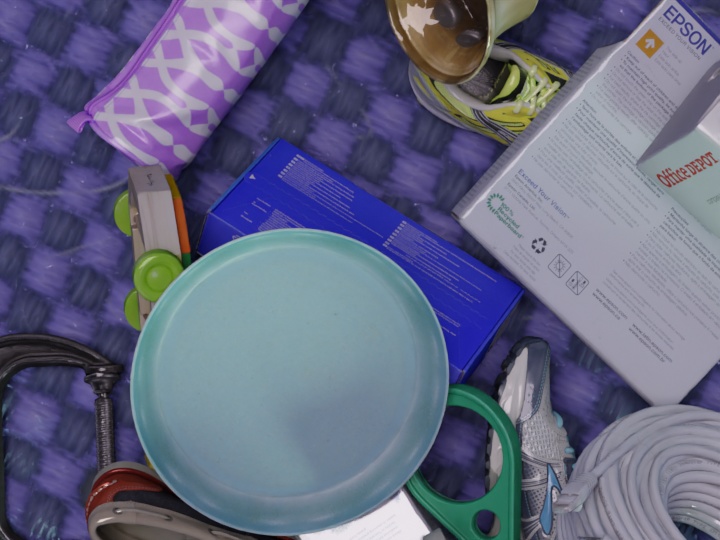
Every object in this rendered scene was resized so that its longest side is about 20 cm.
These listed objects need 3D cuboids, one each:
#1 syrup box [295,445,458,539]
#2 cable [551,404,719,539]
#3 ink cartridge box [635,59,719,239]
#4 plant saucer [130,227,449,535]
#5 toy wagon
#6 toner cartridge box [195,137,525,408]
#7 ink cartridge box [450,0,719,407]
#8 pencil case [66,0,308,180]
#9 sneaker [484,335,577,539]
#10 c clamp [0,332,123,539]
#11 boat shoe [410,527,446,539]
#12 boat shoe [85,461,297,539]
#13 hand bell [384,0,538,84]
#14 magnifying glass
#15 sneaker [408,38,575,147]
[{"bbox_3d":[-0.015,0.134,1.481,0.079,0.081,0.201,-35,82,7],"label":"syrup box"},{"bbox_3d":[0.219,0.171,1.388,0.199,0.200,0.069,33,127,9],"label":"cable"},{"bbox_3d":[0.278,-0.039,1.339,0.200,0.146,0.086,40,81,-1],"label":"ink cartridge box"},{"bbox_3d":[-0.045,0.067,1.395,0.198,0.027,0.202,-3,107,-8],"label":"plant saucer"},{"bbox_3d":[-0.131,0.036,1.469,0.039,0.155,0.202,-7,109,-9],"label":"toy wagon"},{"bbox_3d":[0.000,0.000,1.481,0.199,0.095,0.043,32,136,10],"label":"toner cartridge box"},{"bbox_3d":[0.194,-0.043,1.446,0.196,0.043,0.200,43,92,-14],"label":"ink cartridge box"},{"bbox_3d":[-0.105,-0.156,1.510,0.201,0.085,0.084,-56,38,0],"label":"pencil case"},{"bbox_3d":[0.124,0.143,1.469,0.086,0.078,0.202,2,96,3],"label":"sneaker"},{"bbox_3d":[-0.196,0.139,1.541,0.169,0.027,0.202,-9,86,14],"label":"c clamp"},{"bbox_3d":[0.056,0.250,1.424,0.060,0.072,0.202,-25,124,-6],"label":"boat shoe"},{"bbox_3d":[-0.092,0.195,1.467,0.199,0.063,0.071,32,108,-16],"label":"boat shoe"},{"bbox_3d":[0.122,-0.198,1.453,0.199,0.104,0.105,-23,81,-34],"label":"hand bell"},{"bbox_3d":[0.085,0.168,1.423,0.079,0.022,0.201,-24,86,23],"label":"magnifying glass"},{"bbox_3d":[0.121,-0.101,1.477,0.199,0.076,0.076,20,88,7],"label":"sneaker"}]
